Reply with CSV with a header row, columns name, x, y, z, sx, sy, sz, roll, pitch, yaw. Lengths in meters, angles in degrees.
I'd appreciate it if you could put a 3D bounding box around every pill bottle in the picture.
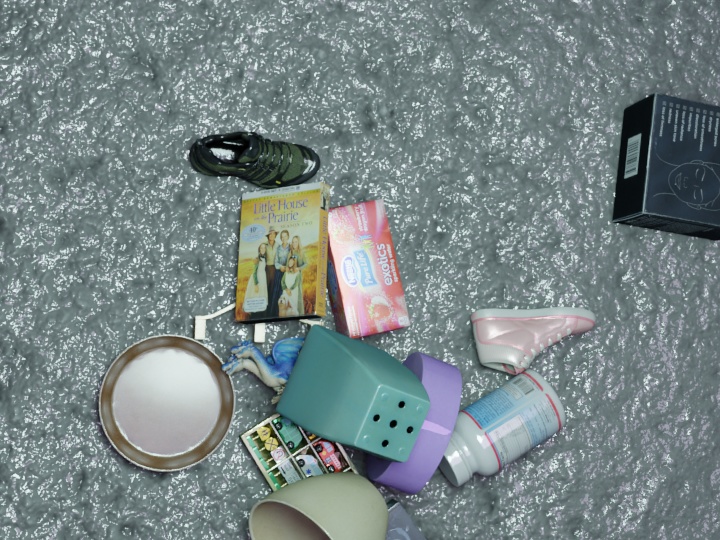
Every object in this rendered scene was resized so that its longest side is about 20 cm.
name,x,y,z,sx,sy,sz,roll,pitch,yaw
pill bottle,0.210,0.247,1.750,0.199,0.109,0.109,-30,93,-13

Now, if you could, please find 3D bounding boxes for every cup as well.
name,x,y,z,sx,sy,sz,roll,pitch,yaw
cup,-0.041,0.371,1.628,0.143,0.200,0.201,-37,95,-40

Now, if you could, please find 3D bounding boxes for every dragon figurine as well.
name,x,y,z,sx,sy,sz,roll,pitch,yaw
dragon figurine,-0.106,0.138,1.699,0.199,0.059,0.100,-12,62,-29

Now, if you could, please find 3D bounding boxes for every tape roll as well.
name,x,y,z,sx,sy,sz,roll,pitch,yaw
tape roll,0.078,0.225,1.673,0.065,0.200,0.201,22,81,-10

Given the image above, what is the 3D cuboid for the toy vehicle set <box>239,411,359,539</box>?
name,x,y,z,sx,sy,sz,roll,pitch,yaw
toy vehicle set,-0.081,0.302,1.720,0.124,0.027,0.201,-32,94,-13

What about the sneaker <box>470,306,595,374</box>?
name,x,y,z,sx,sy,sz,roll,pitch,yaw
sneaker,0.275,0.115,1.783,0.199,0.075,0.105,0,70,-6

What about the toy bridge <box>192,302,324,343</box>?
name,x,y,z,sx,sy,sz,roll,pitch,yaw
toy bridge,-0.153,0.077,1.719,0.199,0.027,0.068,3,84,-12

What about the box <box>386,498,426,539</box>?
name,x,y,z,sx,sy,sz,roll,pitch,yaw
box,0.050,0.479,1.729,0.160,0.044,0.200,-36,94,-13

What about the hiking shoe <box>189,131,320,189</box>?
name,x,y,z,sx,sy,sz,roll,pitch,yaw
hiking shoe,-0.154,-0.166,1.698,0.199,0.101,0.076,2,86,-13

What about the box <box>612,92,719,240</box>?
name,x,y,z,sx,sy,sz,roll,pitch,yaw
box,0.534,-0.166,1.847,0.196,0.124,0.201,9,83,-11

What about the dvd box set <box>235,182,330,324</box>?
name,x,y,z,sx,sy,sz,roll,pitch,yaw
dvd box set,-0.115,-0.024,1.674,0.146,0.029,0.201,-5,75,29

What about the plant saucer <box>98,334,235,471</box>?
name,x,y,z,sx,sy,sz,roll,pitch,yaw
plant saucer,-0.286,0.196,1.676,0.199,0.034,0.201,1,85,-14

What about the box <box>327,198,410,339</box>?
name,x,y,z,sx,sy,sz,roll,pitch,yaw
box,0.000,0.000,1.725,0.099,0.095,0.201,-11,89,-12

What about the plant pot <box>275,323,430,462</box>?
name,x,y,z,sx,sy,sz,roll,pitch,yaw
plant pot,0.001,0.183,1.582,0.141,0.200,0.142,23,90,-27
